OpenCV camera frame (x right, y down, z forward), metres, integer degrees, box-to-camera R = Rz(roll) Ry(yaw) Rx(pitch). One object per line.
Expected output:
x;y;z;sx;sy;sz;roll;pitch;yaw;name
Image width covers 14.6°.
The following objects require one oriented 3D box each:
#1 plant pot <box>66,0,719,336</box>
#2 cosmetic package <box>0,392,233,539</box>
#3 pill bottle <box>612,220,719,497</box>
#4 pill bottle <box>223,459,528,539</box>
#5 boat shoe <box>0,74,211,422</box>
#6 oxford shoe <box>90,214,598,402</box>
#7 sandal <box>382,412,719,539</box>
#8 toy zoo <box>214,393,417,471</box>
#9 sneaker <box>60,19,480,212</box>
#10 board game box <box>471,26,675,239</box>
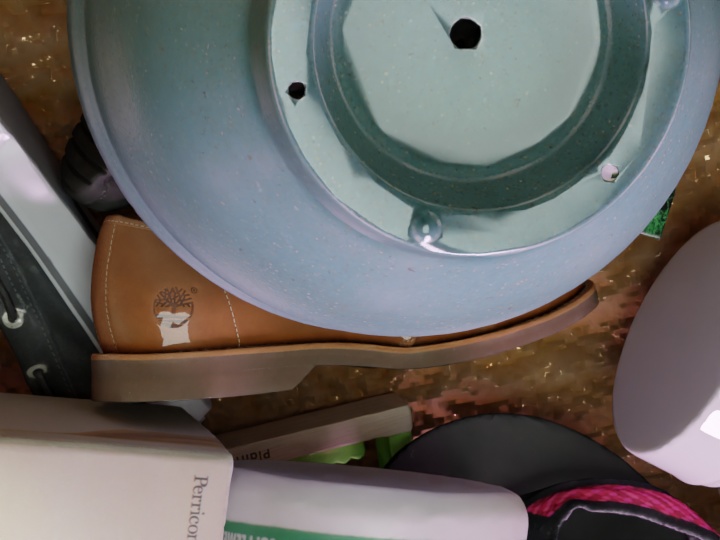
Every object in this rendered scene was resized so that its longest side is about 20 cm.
0.020;-0.070;0.811;0.199;0.134;0.202;-2;99;-11;plant pot
-0.147;0.091;0.880;0.199;0.071;0.106;4;99;-19;cosmetic package
0.196;0.062;1.000;0.199;0.120;0.120;26;103;-19;pill bottle
-0.007;0.168;0.928;0.112;0.113;0.201;6;90;-14;pill bottle
-0.121;-0.013;0.936;0.056;0.069;0.200;-32;115;2;boat shoe
0.000;0.000;0.945;0.199;0.071;0.072;-5;91;-37;oxford shoe
0.099;0.109;0.983;0.199;0.045;0.075;29;80;4;sandal
-0.031;0.155;1.019;0.130;0.020;0.201;-13;105;-15;toy zoo
-0.004;-0.070;0.919;0.200;0.074;0.089;-38;117;0;sneaker
0.093;-0.115;0.924;0.104;0.023;0.201;11;98;-48;board game box
